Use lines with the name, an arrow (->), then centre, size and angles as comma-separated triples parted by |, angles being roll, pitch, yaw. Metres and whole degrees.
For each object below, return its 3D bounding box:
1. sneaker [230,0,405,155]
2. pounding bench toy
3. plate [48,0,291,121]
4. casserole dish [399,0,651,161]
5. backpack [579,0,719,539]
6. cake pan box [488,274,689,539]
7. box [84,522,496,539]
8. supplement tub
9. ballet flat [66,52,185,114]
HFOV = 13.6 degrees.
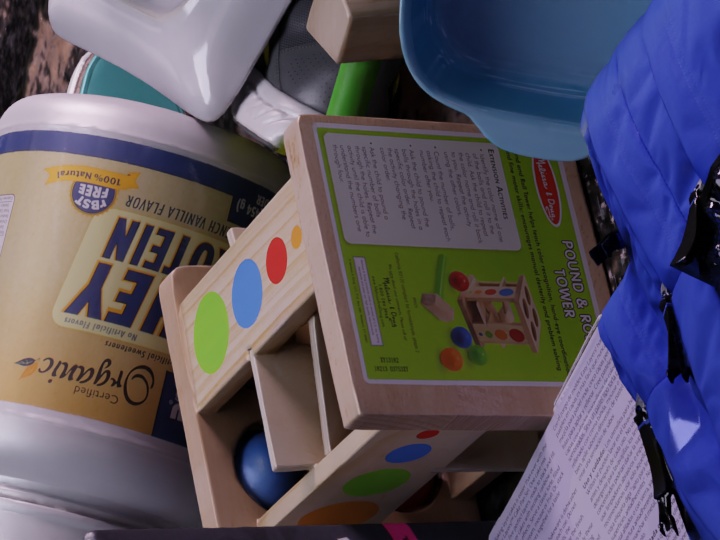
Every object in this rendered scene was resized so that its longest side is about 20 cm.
sneaker -> -0.025, -0.101, 1.340 | 0.085, 0.074, 0.200 | -56, 31, 6
pounding bench toy -> 0.000, 0.000, 1.216 | 0.156, 0.124, 0.201 | -45, 51, 51
plate -> -0.065, -0.180, 1.357 | 0.200, 0.032, 0.200 | -60, 32, 1
casserole dish -> 0.082, -0.141, 1.098 | 0.039, 0.121, 0.201 | -94, 14, -75
backpack -> 0.148, -0.009, 0.901 | 0.168, 0.162, 0.201 | -49, 44, 34
cake pan box -> 0.131, 0.091, 1.056 | 0.184, 0.052, 0.201 | 59, 138, 41
box -> -0.018, 0.174, 1.148 | 0.123, 0.199, 0.106 | -65, 37, 36
supplement tub -> -0.114, 0.036, 1.340 | 0.144, 0.144, 0.201 | -9, 65, 60
ballet flat -> -0.107, -0.016, 1.476 | 0.069, 0.069, 0.201 | -51, 50, 47
